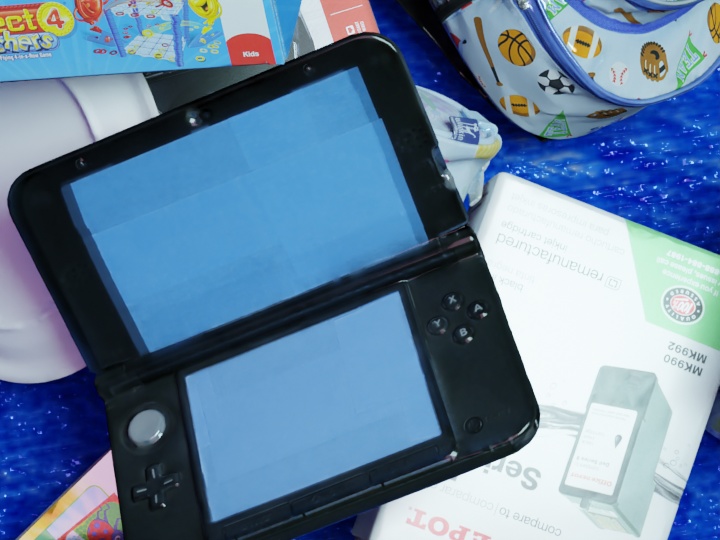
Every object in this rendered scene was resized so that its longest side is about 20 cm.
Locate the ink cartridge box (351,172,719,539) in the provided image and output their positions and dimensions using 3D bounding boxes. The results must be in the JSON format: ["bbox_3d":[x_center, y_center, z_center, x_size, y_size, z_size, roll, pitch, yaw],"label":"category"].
[{"bbox_3d":[0.098,0.072,0.825,0.146,0.084,0.201,20,82,-4],"label":"ink cartridge box"}]

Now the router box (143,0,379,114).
[{"bbox_3d":[-0.077,-0.105,0.881,0.179,0.049,0.201,-18,86,-9],"label":"router box"}]

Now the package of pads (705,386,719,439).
[{"bbox_3d":[0.235,0.017,0.827,0.068,0.200,0.155,16,82,8],"label":"package of pads"}]

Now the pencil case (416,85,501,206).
[{"bbox_3d":[0.000,0.000,0.824,0.091,0.083,0.200,5,115,-43],"label":"pencil case"}]

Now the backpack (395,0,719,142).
[{"bbox_3d":[0.121,-0.174,0.857,0.200,0.154,0.191,-33,103,-29],"label":"backpack"}]

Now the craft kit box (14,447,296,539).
[{"bbox_3d":[-0.108,0.208,0.843,0.197,0.049,0.200,-44,90,-12],"label":"craft kit box"}]

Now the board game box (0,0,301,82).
[{"bbox_3d":[-0.121,-0.172,0.788,0.195,0.056,0.200,-3,40,10],"label":"board game box"}]

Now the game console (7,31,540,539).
[{"bbox_3d":[-0.043,0.018,0.722,0.200,0.118,0.171,-22,49,7],"label":"game console"}]

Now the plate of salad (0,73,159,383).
[{"bbox_3d":[-0.171,-0.043,0.827,0.200,0.048,0.201,2,94,32],"label":"plate of salad"}]
